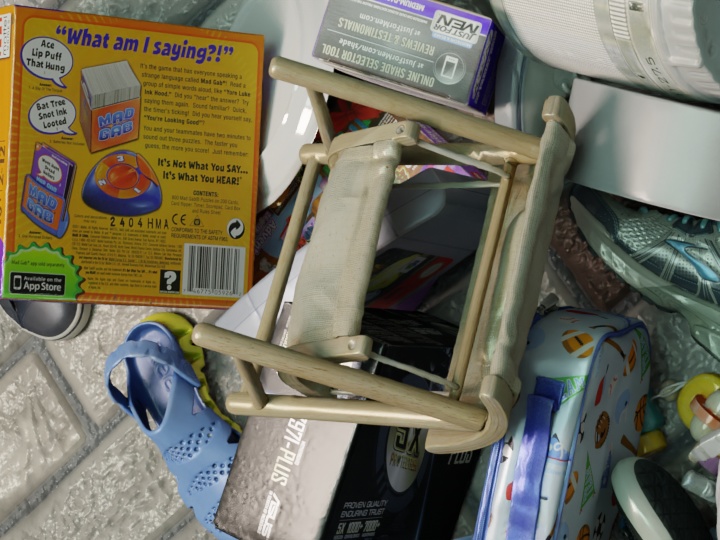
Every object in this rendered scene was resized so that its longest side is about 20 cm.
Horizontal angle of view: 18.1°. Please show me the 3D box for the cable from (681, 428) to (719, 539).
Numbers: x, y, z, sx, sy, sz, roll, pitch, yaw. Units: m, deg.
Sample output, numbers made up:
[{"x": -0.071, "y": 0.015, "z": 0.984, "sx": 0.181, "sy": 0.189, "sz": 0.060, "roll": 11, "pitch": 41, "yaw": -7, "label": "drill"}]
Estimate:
[{"x": 0.321, "y": 0.151, "z": 1.418, "sx": 0.199, "sy": 0.069, "sz": 0.200, "roll": 36, "pitch": 131, "yaw": -13, "label": "cable"}]

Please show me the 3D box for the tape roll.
[{"x": 0.227, "y": -0.071, "z": 1.461, "sx": 0.199, "sy": 0.200, "sz": 0.067, "roll": 17, "pitch": 97, "yaw": 28, "label": "tape roll"}]

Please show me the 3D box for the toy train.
[{"x": 0.212, "y": 0.139, "z": 1.542, "sx": 0.199, "sy": 0.056, "sz": 0.151, "roll": 14, "pitch": 94, "yaw": 28, "label": "toy train"}]

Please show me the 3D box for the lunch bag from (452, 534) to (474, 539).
[{"x": 0.023, "y": 0.243, "z": 1.584, "sx": 0.199, "sy": 0.150, "sz": 0.095, "roll": -13, "pitch": 82, "yaw": 27, "label": "lunch bag"}]

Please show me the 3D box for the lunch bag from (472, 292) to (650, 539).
[{"x": 0.127, "y": 0.116, "z": 1.468, "sx": 0.075, "sy": 0.160, "sz": 0.202, "roll": 12, "pitch": 98, "yaw": 22, "label": "lunch bag"}]

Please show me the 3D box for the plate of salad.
[{"x": -0.059, "y": -0.138, "z": 1.675, "sx": 0.200, "sy": 0.048, "sz": 0.201, "roll": -34, "pitch": 50, "yaw": 53, "label": "plate of salad"}]

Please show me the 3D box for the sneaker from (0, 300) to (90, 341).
[{"x": -0.297, "y": -0.025, "z": 1.810, "sx": 0.078, "sy": 0.079, "sz": 0.200, "roll": -45, "pitch": 71, "yaw": 18, "label": "sneaker"}]

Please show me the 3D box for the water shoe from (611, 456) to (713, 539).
[{"x": 0.204, "y": 0.214, "z": 1.489, "sx": 0.079, "sy": 0.072, "sz": 0.201, "roll": -26, "pitch": 109, "yaw": 25, "label": "water shoe"}]

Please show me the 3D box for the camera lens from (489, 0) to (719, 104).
[{"x": 0.189, "y": -0.196, "z": 1.444, "sx": 0.199, "sy": 0.159, "sz": 0.161, "roll": 21, "pitch": 98, "yaw": 49, "label": "camera lens"}]

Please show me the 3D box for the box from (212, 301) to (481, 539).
[{"x": 0.006, "y": 0.114, "z": 1.571, "sx": 0.086, "sy": 0.200, "sz": 0.165, "roll": 22, "pitch": 97, "yaw": 29, "label": "box"}]

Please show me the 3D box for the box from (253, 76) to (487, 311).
[{"x": -0.006, "y": -0.025, "z": 1.674, "sx": 0.137, "sy": 0.039, "sz": 0.200, "roll": 42, "pitch": 106, "yaw": 22, "label": "box"}]

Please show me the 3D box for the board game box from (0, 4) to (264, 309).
[{"x": -0.207, "y": -0.076, "z": 1.655, "sx": 0.199, "sy": 0.199, "sz": 0.201, "roll": 1, "pitch": 88, "yaw": 58, "label": "board game box"}]

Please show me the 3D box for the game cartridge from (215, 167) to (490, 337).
[{"x": 0.000, "y": 0.000, "z": 1.574, "sx": 0.200, "sy": 0.133, "sz": 0.041, "roll": -36, "pitch": 67, "yaw": 21, "label": "game cartridge"}]

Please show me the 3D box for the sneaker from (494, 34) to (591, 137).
[{"x": 0.145, "y": -0.162, "z": 1.581, "sx": 0.070, "sy": 0.073, "sz": 0.202, "roll": 14, "pitch": 96, "yaw": 26, "label": "sneaker"}]

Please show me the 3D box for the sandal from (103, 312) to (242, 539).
[{"x": -0.135, "y": 0.122, "z": 1.712, "sx": 0.079, "sy": 0.087, "sz": 0.201, "roll": -41, "pitch": 72, "yaw": 19, "label": "sandal"}]

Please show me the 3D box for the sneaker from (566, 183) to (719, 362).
[{"x": 0.230, "y": -0.008, "z": 1.535, "sx": 0.200, "sy": 0.078, "sz": 0.087, "roll": 39, "pitch": 101, "yaw": 14, "label": "sneaker"}]

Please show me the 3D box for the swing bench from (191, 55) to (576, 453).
[{"x": 0.024, "y": -0.005, "z": 1.410, "sx": 0.199, "sy": 0.130, "sz": 0.200, "roll": 10, "pitch": 67, "yaw": 13, "label": "swing bench"}]

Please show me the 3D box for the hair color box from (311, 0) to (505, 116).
[{"x": 0.038, "y": -0.152, "z": 1.551, "sx": 0.109, "sy": 0.200, "sz": 0.065, "roll": 18, "pitch": 95, "yaw": 5, "label": "hair color box"}]
